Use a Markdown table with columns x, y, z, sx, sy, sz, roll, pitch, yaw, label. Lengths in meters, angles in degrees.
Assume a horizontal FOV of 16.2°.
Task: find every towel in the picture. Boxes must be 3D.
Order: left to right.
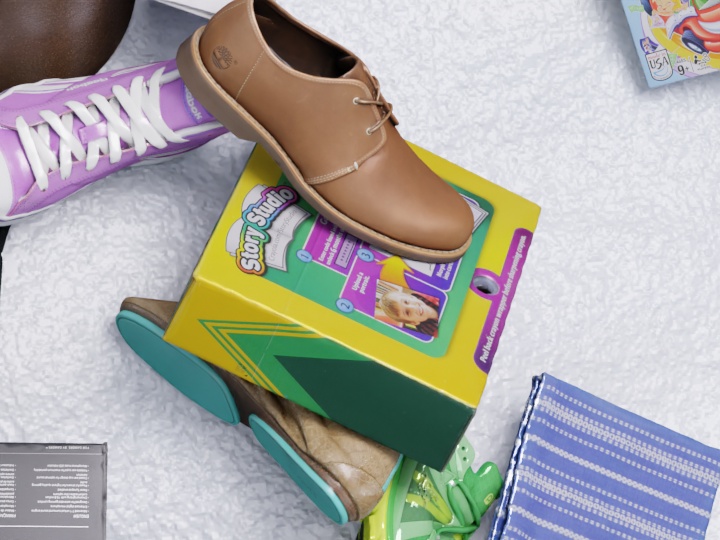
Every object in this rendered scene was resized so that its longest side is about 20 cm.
| x | y | z | sx | sy | sz | roll | pitch | yaw | label |
| --- | --- | --- | --- | --- | --- | --- | --- | --- | --- |
| 0.136 | 0.175 | 1.470 | 0.144 | 0.024 | 0.201 | 24 | 71 | -24 | towel |

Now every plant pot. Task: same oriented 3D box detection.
| x | y | z | sx | sy | sz | roll | pitch | yaw | label |
| --- | --- | --- | --- | --- | --- | --- | --- | --- | --- |
| -0.211 | -0.209 | 1.441 | 0.186 | 0.200 | 0.188 | 3 | 74 | -9 | plant pot |

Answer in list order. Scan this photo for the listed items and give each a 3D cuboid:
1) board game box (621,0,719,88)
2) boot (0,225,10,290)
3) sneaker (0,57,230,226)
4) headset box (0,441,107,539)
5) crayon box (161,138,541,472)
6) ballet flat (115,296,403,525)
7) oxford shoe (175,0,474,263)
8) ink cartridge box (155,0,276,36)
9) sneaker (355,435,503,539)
| x | y | z | sx | sy | sz | roll | pitch | yaw | label |
| --- | --- | --- | --- | --- | --- | --- | --- | --- | --- |
| 0.249 | -0.200 | 1.527 | 0.199 | 0.034 | 0.135 | -14 | 104 | 24 | board game box |
| -0.290 | -0.020 | 1.438 | 0.199 | 0.076 | 0.169 | 15 | 69 | -12 | boot |
| -0.142 | -0.086 | 1.431 | 0.200 | 0.114 | 0.073 | -25 | 96 | -36 | sneaker |
| -0.225 | 0.199 | 1.381 | 0.173 | 0.093 | 0.201 | 0 | 75 | -11 | headset box |
| 0.000 | 0.000 | 1.449 | 0.172 | 0.058 | 0.200 | 25 | 38 | -2 | crayon box |
| -0.051 | 0.063 | 1.445 | 0.200 | 0.068 | 0.072 | 37 | 67 | 29 | ballet flat |
| -0.006 | -0.077 | 1.407 | 0.200 | 0.071 | 0.072 | 38 | 37 | -17 | oxford shoe |
| -0.065 | -0.246 | 1.472 | 0.085 | 0.148 | 0.201 | 17 | 96 | -3 | ink cartridge box |
| 0.041 | 0.137 | 1.458 | 0.083 | 0.074 | 0.201 | 6 | 73 | -5 | sneaker |
